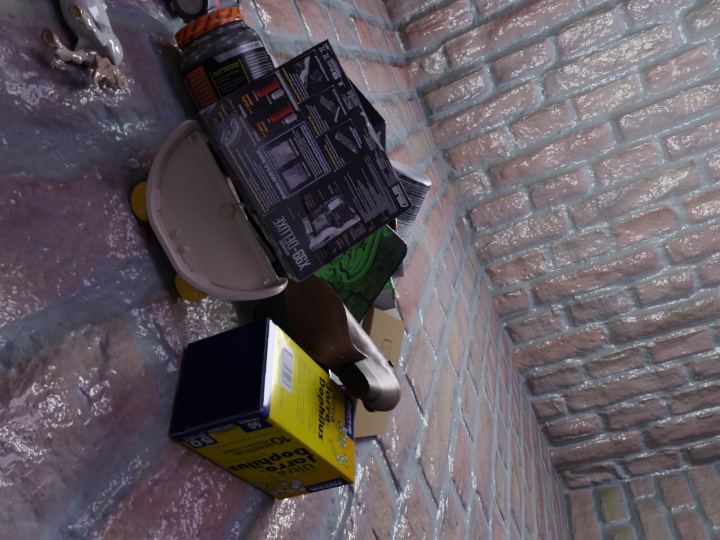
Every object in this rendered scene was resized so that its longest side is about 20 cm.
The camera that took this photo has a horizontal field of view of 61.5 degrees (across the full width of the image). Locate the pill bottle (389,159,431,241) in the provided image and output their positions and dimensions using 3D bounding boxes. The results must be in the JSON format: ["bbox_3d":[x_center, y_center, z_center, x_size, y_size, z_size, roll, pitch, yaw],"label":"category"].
[{"bbox_3d":[0.047,-0.095,1.129,0.105,0.202,0.106,22,18,-8],"label":"pill bottle"}]

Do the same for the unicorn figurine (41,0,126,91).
[{"bbox_3d":[-0.288,-0.283,0.629,0.137,0.073,0.203,-33,118,-80],"label":"unicorn figurine"}]

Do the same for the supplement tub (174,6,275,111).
[{"bbox_3d":[-0.166,-0.242,0.832,0.123,0.121,0.202,-60,129,-66],"label":"supplement tub"}]

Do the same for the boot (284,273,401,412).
[{"bbox_3d":[-0.017,0.091,0.771,0.202,0.070,0.146,60,9,14],"label":"boot"}]

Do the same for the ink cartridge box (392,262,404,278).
[{"bbox_3d":[0.044,-0.074,1.306,0.201,0.050,0.110,-115,-164,-62],"label":"ink cartridge box"}]

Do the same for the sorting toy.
[{"bbox_3d":[-0.164,-0.055,0.719,0.202,0.106,0.180,62,9,-4],"label":"sorting toy"}]

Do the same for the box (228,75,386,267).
[{"bbox_3d":[-0.065,-0.122,0.786,0.104,0.181,0.201,51,-12,19],"label":"box"}]

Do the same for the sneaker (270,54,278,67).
[{"bbox_3d":[-0.145,-0.271,0.998,0.202,0.069,0.109,62,15,-6],"label":"sneaker"}]

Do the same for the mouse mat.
[{"bbox_3d":[-0.033,0.012,0.789,0.160,0.201,0.008,37,-5,-41],"label":"mouse mat"}]

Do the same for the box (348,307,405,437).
[{"bbox_3d":[0.027,0.172,1.010,0.163,0.021,0.203,29,69,-65],"label":"box"}]

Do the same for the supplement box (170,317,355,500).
[{"bbox_3d":[-0.096,0.161,0.670,0.200,0.107,0.111,52,27,-44],"label":"supplement box"}]

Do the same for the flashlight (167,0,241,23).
[{"bbox_3d":[-0.229,-0.424,0.921,0.068,0.068,0.201,33,29,-13],"label":"flashlight"}]

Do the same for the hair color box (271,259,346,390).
[{"bbox_3d":[-0.065,0.081,0.908,0.109,0.064,0.203,21,51,-65],"label":"hair color box"}]

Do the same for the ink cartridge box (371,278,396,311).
[{"bbox_3d":[-0.004,-0.038,0.995,0.147,0.082,0.203,72,3,-75],"label":"ink cartridge box"}]

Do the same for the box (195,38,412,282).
[{"bbox_3d":[-0.055,-0.114,0.646,0.202,0.157,0.050,60,-15,-15],"label":"box"}]

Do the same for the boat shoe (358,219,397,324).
[{"bbox_3d":[0.000,0.000,0.863,0.073,0.066,0.203,22,73,-19],"label":"boat shoe"}]
